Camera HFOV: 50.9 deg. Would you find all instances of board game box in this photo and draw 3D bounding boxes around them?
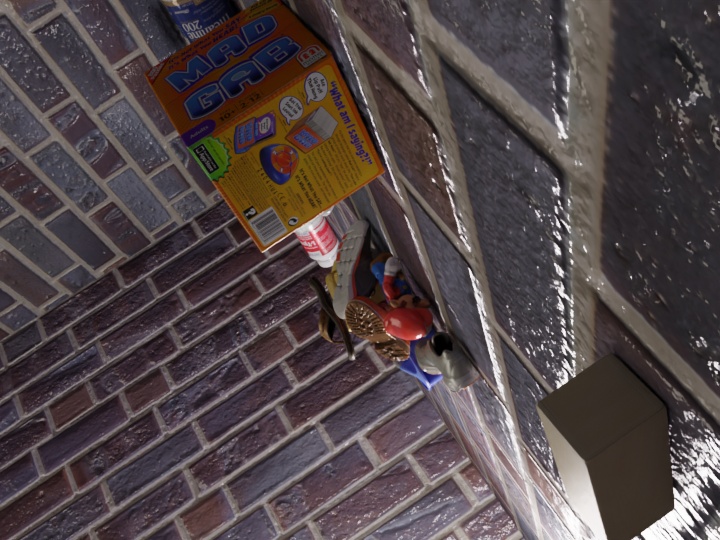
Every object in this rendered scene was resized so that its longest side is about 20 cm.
[{"bbox_3d":[-0.123,-0.193,0.990,0.200,0.200,0.200,54,175,42],"label":"board game box"}]

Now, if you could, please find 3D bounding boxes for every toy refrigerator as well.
[{"bbox_3d":[0.212,0.160,0.645,0.070,0.076,0.200,53,175,43],"label":"toy refrigerator"}]

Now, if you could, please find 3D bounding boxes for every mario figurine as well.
[{"bbox_3d":[0.089,0.048,1.413,0.123,0.106,0.200,18,-150,-29],"label":"mario figurine"}]

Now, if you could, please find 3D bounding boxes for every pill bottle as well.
[{"bbox_3d":[-0.141,-0.108,2.471,0.200,0.112,0.112,60,175,-38],"label":"pill bottle"},{"bbox_3d":[-0.282,-0.462,1.416,0.111,0.111,0.200,52,174,46],"label":"pill bottle"}]

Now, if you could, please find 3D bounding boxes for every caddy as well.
[{"bbox_3d":[0.116,0.171,1.630,0.142,0.105,0.200,60,175,-30],"label":"caddy"}]

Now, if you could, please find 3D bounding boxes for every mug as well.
[{"bbox_3d":[0.010,0.028,1.624,0.187,0.149,0.154,70,174,-80],"label":"mug"}]

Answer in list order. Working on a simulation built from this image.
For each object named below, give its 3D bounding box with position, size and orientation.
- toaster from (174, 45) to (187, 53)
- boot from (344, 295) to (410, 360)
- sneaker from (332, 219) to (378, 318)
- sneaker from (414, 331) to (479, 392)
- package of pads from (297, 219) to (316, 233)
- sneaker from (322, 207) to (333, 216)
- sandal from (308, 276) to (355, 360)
[{"bbox_3d":[-0.668,-0.820,3.147,0.181,0.118,0.200,57,175,7],"label":"toaster"},{"bbox_3d":[0.037,0.088,1.490,0.200,0.075,0.108,47,-135,-45],"label":"boot"},{"bbox_3d":[0.000,0.000,1.516,0.082,0.201,0.077,11,180,-33],"label":"sneaker"},{"bbox_3d":[0.149,0.145,1.392,0.092,0.076,0.200,66,166,-17],"label":"sneaker"},{"bbox_3d":[-0.207,-0.197,1.827,0.200,0.068,0.154,52,-172,30],"label":"package of pads"},{"bbox_3d":[-0.138,-0.197,1.737,0.105,0.076,0.200,7,-146,-38],"label":"sneaker"},{"bbox_3d":[-0.066,0.103,1.547,0.200,0.054,0.082,59,176,20],"label":"sandal"}]
